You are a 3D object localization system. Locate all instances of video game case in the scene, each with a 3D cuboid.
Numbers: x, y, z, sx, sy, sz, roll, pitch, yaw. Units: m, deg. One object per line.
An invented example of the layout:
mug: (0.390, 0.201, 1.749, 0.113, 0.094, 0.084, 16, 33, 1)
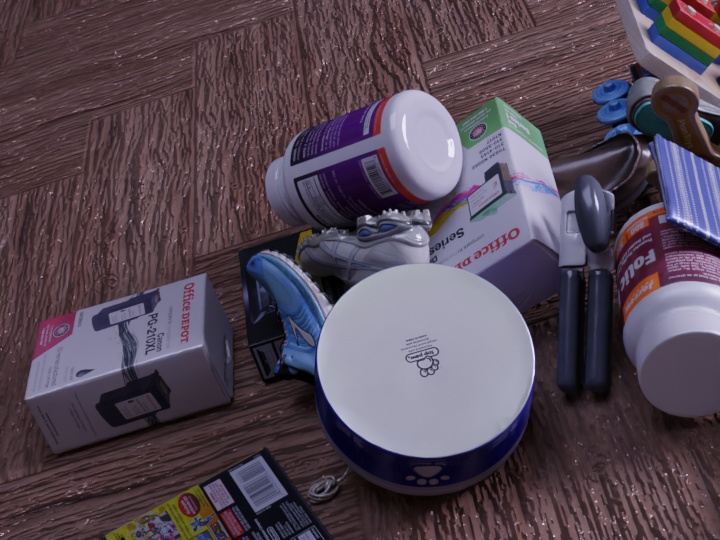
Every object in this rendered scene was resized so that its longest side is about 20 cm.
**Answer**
video game case: (-0.124, 0.258, 1.339, 0.180, 0.026, 0.200, -28, 33, -12)

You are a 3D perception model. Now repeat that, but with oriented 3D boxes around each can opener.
can opener: (0.206, 0.012, 1.393, 0.053, 0.067, 0.201, -3, 73, 23)

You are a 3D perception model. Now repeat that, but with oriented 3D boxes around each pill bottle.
pill bottle: (0.293, 0.034, 1.361, 0.114, 0.114, 0.200, -12, 32, 13)
pill bottle: (-0.001, -0.106, 1.532, 0.200, 0.113, 0.113, -16, 27, 40)

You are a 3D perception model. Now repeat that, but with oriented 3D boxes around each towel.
towel: (0.359, -0.043, 1.406, 0.024, 0.199, 0.145, -54, 18, 32)

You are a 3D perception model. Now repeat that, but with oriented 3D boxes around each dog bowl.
dog bowl: (0.057, 0.096, 1.349, 0.199, 0.079, 0.201, 0, 59, 0)

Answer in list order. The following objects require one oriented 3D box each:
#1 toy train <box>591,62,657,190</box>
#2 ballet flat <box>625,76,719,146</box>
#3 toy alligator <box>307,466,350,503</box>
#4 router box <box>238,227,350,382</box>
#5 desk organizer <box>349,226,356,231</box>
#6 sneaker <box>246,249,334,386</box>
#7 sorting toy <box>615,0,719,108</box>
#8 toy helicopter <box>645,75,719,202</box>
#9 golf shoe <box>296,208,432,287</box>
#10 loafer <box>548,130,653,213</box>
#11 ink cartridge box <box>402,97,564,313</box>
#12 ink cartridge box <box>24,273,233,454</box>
toy train: (0.326, -0.164, 1.662, 0.114, 0.087, 0.200, -20, 31, 13)
ballet flat: (0.368, -0.147, 1.554, 0.199, 0.067, 0.064, 24, 37, -9)
toy alligator: (0.029, 0.145, 1.396, 0.200, 0.054, 0.059, -31, 33, -16)
router box: (-0.047, 0.024, 1.624, 0.157, 0.052, 0.200, -18, 32, 3)
desk organizer: (0.045, -0.107, 1.683, 0.199, 0.077, 0.072, -14, 27, -34)
sneaker: (-0.060, 0.064, 1.486, 0.090, 0.078, 0.200, -37, 69, -2)
sorting toy: (0.389, -0.249, 1.659, 0.070, 0.198, 0.200, -51, 20, 27)
toy helicopter: (0.343, -0.116, 1.481, 0.132, 0.200, 0.079, -9, 46, 26)
golf shoe: (0.000, 0.000, 1.516, 0.078, 0.098, 0.200, -5, -6, -32)
loafer: (0.217, -0.084, 1.570, 0.200, 0.071, 0.073, -33, 49, 19)
ink cartridge box: (0.125, -0.052, 1.520, 0.145, 0.084, 0.201, -34, 44, 26)
ink cartridge box: (-0.242, 0.097, 1.591, 0.199, 0.085, 0.145, -17, 32, 6)
